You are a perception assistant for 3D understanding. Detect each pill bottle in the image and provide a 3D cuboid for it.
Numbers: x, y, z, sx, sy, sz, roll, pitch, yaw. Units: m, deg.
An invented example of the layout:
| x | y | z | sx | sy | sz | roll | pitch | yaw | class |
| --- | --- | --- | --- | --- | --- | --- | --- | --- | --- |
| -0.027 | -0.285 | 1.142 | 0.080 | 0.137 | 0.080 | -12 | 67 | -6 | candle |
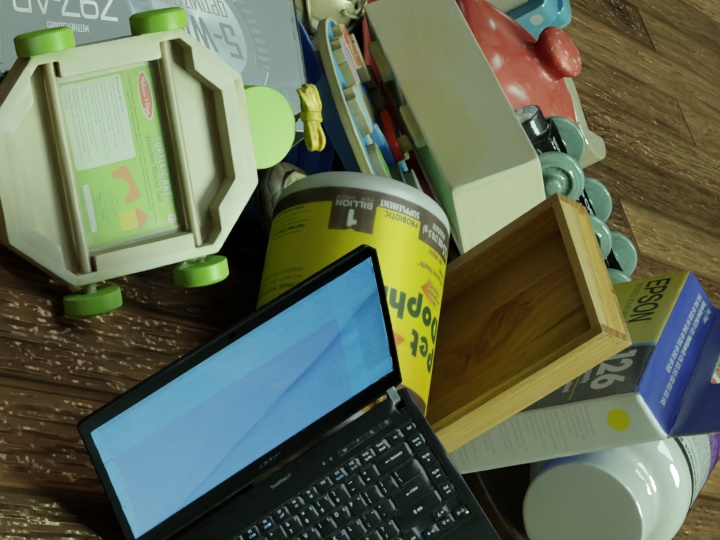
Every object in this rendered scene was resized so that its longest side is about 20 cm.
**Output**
| x | y | z | sx | sy | sz | roll | pitch | yaw | class |
| --- | --- | --- | --- | --- | --- | --- | --- | --- | --- |
| 0.180 | 0.131 | 1.222 | 0.112 | 0.111 | 0.200 | 56 | 30 | -1 | pill bottle |
| -0.012 | 0.052 | 1.042 | 0.109 | 0.109 | 0.202 | 28 | 61 | -40 | pill bottle |

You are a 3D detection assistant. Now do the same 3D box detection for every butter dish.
| x | y | z | sx | sy | sz | roll | pitch | yaw | class |
| --- | --- | --- | --- | --- | --- | --- | --- | --- | --- |
| 0.108 | -0.137 | 1.400 | 0.200 | 0.147 | 0.201 | 36 | 36 | -33 | butter dish |

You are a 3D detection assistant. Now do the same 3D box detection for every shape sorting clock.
| x | y | z | sx | sy | sz | roll | pitch | yaw | class |
| --- | --- | --- | --- | --- | --- | --- | --- | --- | --- |
| 0.016 | -0.078 | 1.211 | 0.201 | 0.039 | 0.200 | 61 | 10 | -19 | shape sorting clock |

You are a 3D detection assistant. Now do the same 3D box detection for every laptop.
| x | y | z | sx | sy | sz | roll | pitch | yaw | class |
| --- | --- | --- | --- | --- | --- | --- | --- | --- | --- |
| -0.022 | 0.122 | 0.909 | 0.176 | 0.103 | 0.201 | -31 | 88 | -16 | laptop |

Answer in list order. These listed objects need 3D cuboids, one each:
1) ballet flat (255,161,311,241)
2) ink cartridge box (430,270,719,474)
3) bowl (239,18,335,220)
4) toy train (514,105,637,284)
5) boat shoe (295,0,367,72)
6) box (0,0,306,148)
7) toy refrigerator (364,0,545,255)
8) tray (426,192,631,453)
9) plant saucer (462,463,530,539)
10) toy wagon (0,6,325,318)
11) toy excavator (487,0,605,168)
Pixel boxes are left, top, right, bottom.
| x | y | z | sx | sy | sz | roll | pitch | yaw | class |
| --- | --- | --- | --- | --- | --- | --- | --- | --- | --- |
| 0.000 | 0.000 | 1.168 | 0.200 | 0.046 | 0.068 | 51 | 47 | -34 | ballet flat |
| 0.164 | 0.060 | 1.180 | 0.047 | 0.199 | 0.198 | 69 | 26 | -15 | ink cartridge box |
| -0.092 | -0.128 | 1.176 | 0.200 | 0.039 | 0.202 | 37 | 41 | -42 | bowl |
| 0.133 | -0.024 | 1.325 | 0.201 | 0.113 | 0.085 | 61 | 20 | -25 | toy train |
| -0.029 | -0.192 | 1.280 | 0.072 | 0.064 | 0.201 | -57 | 134 | -55 | boat shoe |
| -0.133 | -0.153 | 1.060 | 0.198 | 0.043 | 0.162 | 2 | 71 | -31 | box |
| 0.062 | -0.106 | 1.238 | 0.076 | 0.069 | 0.201 | 75 | -5 | -49 | toy refrigerator |
| 0.068 | 0.047 | 1.106 | 0.037 | 0.199 | 0.099 | 22 | 44 | -46 | tray |
| 0.124 | 0.143 | 1.269 | 0.200 | 0.032 | 0.201 | 37 | 35 | -32 | plant saucer |
| -0.113 | -0.066 | 1.000 | 0.199 | 0.039 | 0.157 | -15 | 104 | -30 | toy wagon |
| 0.158 | -0.213 | 1.616 | 0.200 | 0.099 | 0.196 | 43 | 32 | -38 | toy excavator |
